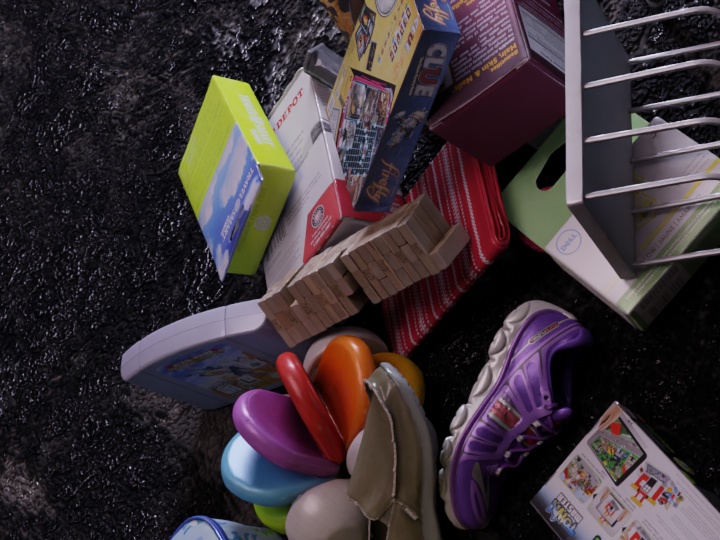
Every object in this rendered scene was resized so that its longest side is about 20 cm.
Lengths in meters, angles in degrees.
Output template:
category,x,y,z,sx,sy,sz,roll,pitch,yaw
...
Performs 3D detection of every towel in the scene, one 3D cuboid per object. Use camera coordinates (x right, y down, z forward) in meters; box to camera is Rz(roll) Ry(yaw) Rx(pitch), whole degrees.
category,x,y,z,sx,sy,sz,roll,pitch,yaw
towel,0.070,-0.024,1.565,0.200,0.022,0.145,-52,37,45

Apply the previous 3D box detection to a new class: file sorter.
category,x,y,z,sx,sy,sz,roll,pitch,yaw
file sorter,0.234,-0.118,1.335,0.124,0.139,0.200,-8,63,24

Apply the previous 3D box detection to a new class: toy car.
category,x,y,z,sx,sy,sz,roll,pitch,yaw
toy car,-0.042,0.141,1.535,0.200,0.150,0.175,-48,43,15

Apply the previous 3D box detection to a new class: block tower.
category,x,y,z,sx,sy,sz,roll,pitch,yaw
block tower,0.000,0.000,1.530,0.200,0.058,0.054,-27,16,38

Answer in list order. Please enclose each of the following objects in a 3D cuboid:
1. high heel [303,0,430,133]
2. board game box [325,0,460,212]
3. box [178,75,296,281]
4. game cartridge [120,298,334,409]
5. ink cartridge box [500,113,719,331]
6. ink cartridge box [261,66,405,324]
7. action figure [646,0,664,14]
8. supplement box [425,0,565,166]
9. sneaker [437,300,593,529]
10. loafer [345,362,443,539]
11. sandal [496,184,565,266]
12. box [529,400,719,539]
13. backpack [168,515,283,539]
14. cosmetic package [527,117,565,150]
category,x,y,z,sx,sy,sz,roll,pitch,yaw
high heel,0.028,-0.219,1.573,0.142,0.071,0.200,34,138,17
board game box,0.024,-0.167,1.490,0.136,0.035,0.200,-105,27,-42
box,-0.121,-0.088,1.696,0.122,0.048,0.200,-67,29,27
game cartridge,-0.128,0.082,1.669,0.200,0.133,0.042,-22,62,37
ink cartridge box,0.206,-0.063,1.440,0.146,0.048,0.200,-49,54,2
ink cartridge box,-0.034,-0.073,1.671,0.147,0.083,0.200,-52,38,40
action figure,0.269,-0.279,1.449,0.199,0.193,0.105,-3,89,6
supplement box,0.108,-0.206,1.500,0.110,0.086,0.200,-34,49,29
sneaker,0.128,0.124,1.434,0.083,0.081,0.200,25,94,29
loafer,0.024,0.175,1.433,0.075,0.069,0.201,-143,43,-74
sandal,0.173,-0.043,1.500,0.200,0.045,0.075,4,73,46
box,0.221,0.201,1.323,0.110,0.035,0.200,-51,42,11
backpack,-0.155,0.318,1.541,0.200,0.147,0.183,-45,43,26
cosmetic package,0.119,-0.198,1.615,0.107,0.090,0.200,-57,38,6
